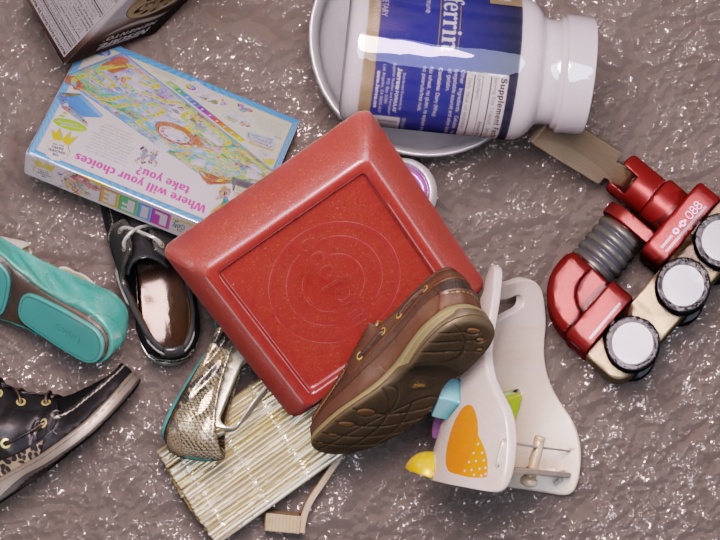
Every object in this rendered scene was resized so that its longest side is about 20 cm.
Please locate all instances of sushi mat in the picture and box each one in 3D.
[{"bbox_3d":[-0.070,0.138,1.570,0.199,0.012,0.096,-35,88,-2],"label":"sushi mat"}]

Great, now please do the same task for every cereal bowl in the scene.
[{"bbox_3d":[0.054,-0.192,1.576,0.198,0.083,0.202,0,88,-2],"label":"cereal bowl"}]

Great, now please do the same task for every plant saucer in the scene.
[{"bbox_3d":[-0.023,0.005,1.482,0.199,0.037,0.200,-34,119,3],"label":"plant saucer"}]

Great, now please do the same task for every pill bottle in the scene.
[{"bbox_3d":[0.086,-0.166,1.479,0.198,0.116,0.117,6,88,-2],"label":"pill bottle"}]

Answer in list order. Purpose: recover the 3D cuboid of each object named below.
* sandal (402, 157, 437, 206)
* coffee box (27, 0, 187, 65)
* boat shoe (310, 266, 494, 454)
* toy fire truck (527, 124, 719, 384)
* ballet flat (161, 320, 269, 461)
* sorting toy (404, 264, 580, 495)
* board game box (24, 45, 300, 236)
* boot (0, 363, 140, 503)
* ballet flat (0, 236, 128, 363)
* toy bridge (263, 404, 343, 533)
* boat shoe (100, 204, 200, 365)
[{"bbox_3d":[-0.007,-0.003,1.536,0.082,0.050,0.204,26,96,16],"label":"sandal"},{"bbox_3d":[-0.177,-0.259,1.502,0.113,0.200,0.080,-29,87,-41],"label":"coffee box"},{"bbox_3d":[0.028,0.075,1.472,0.200,0.072,0.068,-45,46,32],"label":"boat shoe"},{"bbox_3d":[0.209,-0.028,1.567,0.200,0.129,0.176,42,88,11],"label":"toy fire truck"},{"bbox_3d":[-0.102,0.069,1.556,0.075,0.068,0.201,14,72,15],"label":"ballet flat"},{"bbox_3d":[0.117,0.091,1.538,0.106,0.200,0.182,7,85,23],"label":"sorting toy"},{"bbox_3d":[-0.167,-0.105,1.562,0.199,0.034,0.135,23,59,-1],"label":"board game box"},{"bbox_3d":[-0.303,0.103,1.565,0.199,0.073,0.151,-36,90,3],"label":"boot"},{"bbox_3d":[-0.283,0.013,1.567,0.199,0.070,0.068,28,121,9],"label":"ballet flat"},{"bbox_3d":[-0.042,0.126,1.592,0.067,0.027,0.202,6,88,-2],"label":"toy bridge"},{"bbox_3d":[-0.179,-0.020,1.573,0.071,0.068,0.202,-14,84,-2],"label":"boat shoe"}]
